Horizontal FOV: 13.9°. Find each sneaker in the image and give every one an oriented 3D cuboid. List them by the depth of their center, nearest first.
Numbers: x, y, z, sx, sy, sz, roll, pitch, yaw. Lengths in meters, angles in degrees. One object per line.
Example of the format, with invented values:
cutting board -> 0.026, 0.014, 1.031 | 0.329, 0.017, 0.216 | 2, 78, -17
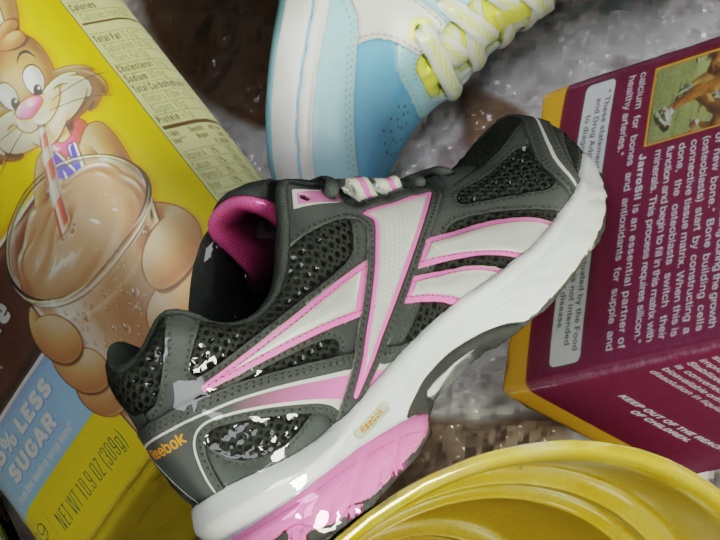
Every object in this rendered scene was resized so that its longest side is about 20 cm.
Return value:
sneaker -> 0.000, 0.000, 0.858 | 0.086, 0.080, 0.200 | 50, 41, -7
sneaker -> 0.049, -0.099, 1.013 | 0.130, 0.080, 0.201 | 11, 69, 19

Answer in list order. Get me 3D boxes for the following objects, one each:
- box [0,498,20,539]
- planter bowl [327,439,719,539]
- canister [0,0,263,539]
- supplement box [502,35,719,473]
box -> -0.162, 0.118, 0.982 | 0.110, 0.035, 0.200 | -28, 63, -1
planter bowl -> 0.029, 0.134, 0.881 | 0.200, 0.201, 0.083 | -42, 28, -8
canister -> -0.103, -0.015, 0.964 | 0.200, 0.086, 0.149 | 51, 128, 18
supplement box -> 0.148, -0.014, 0.894 | 0.200, 0.086, 0.111 | -15, 57, 44
